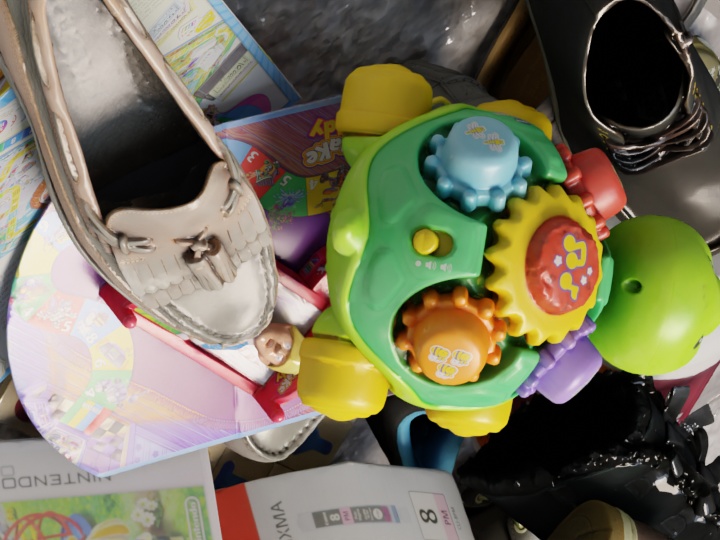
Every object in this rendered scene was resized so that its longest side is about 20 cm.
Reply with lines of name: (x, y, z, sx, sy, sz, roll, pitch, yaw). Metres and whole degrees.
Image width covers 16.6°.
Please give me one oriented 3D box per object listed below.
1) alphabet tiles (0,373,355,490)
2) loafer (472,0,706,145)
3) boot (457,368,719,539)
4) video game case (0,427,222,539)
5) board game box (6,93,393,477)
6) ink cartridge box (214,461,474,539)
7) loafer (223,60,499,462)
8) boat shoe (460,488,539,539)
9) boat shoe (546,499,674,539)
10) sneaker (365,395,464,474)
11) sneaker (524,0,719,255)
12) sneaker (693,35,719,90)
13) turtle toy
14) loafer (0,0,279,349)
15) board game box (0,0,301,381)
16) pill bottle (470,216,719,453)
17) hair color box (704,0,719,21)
alphabet tiles: (-0.075, 0.054, 1.132, 0.200, 0.006, 0.167, 29, 92, -45)
loafer: (0.106, -0.123, 1.131, 0.072, 0.073, 0.200, -5, 130, -39)
boot: (0.107, 0.134, 1.248, 0.198, 0.073, 0.162, -24, 135, 26)
video game case: (-0.139, 0.166, 1.026, 0.182, 0.200, 0.022, -3, 157, -19)
board game box: (-0.046, 0.015, 1.027, 0.200, 0.039, 0.158, -15, 125, -22)
ink cartridge box: (-0.013, 0.166, 1.120, 0.057, 0.163, 0.200, -34, 151, 32)
loafer: (0.000, 0.000, 1.114, 0.070, 0.070, 0.200, 26, 93, -45)
boat shoe: (0.096, 0.131, 1.405, 0.202, 0.072, 0.060, -35, 145, -26)
boat shoe: (0.094, 0.192, 1.213, 0.066, 0.072, 0.201, 22, 129, -15)
sneaker: (0.057, 0.025, 1.192, 0.073, 0.082, 0.200, 2, 139, -22)
sneaker: (0.124, -0.061, 1.080, 0.075, 0.106, 0.200, -26, 124, 8)
sneaker: (0.188, -0.050, 1.284, 0.077, 0.089, 0.200, -43, 147, -2)
turtle toy: (0.066, -0.001, 1.017, 0.200, 0.101, 0.146, 11, 86, -43)
loafer: (-0.084, -0.043, 0.926, 0.072, 0.063, 0.200, -33, 122, -7)
board game box: (-0.129, -0.041, 0.994, 0.200, 0.034, 0.134, -43, 147, -2)
pill bottle: (0.131, 0.029, 1.262, 0.109, 0.110, 0.200, -23, 152, -30)
hair color box: (0.216, -0.189, 1.149, 0.061, 0.102, 0.200, -26, 144, -26)
